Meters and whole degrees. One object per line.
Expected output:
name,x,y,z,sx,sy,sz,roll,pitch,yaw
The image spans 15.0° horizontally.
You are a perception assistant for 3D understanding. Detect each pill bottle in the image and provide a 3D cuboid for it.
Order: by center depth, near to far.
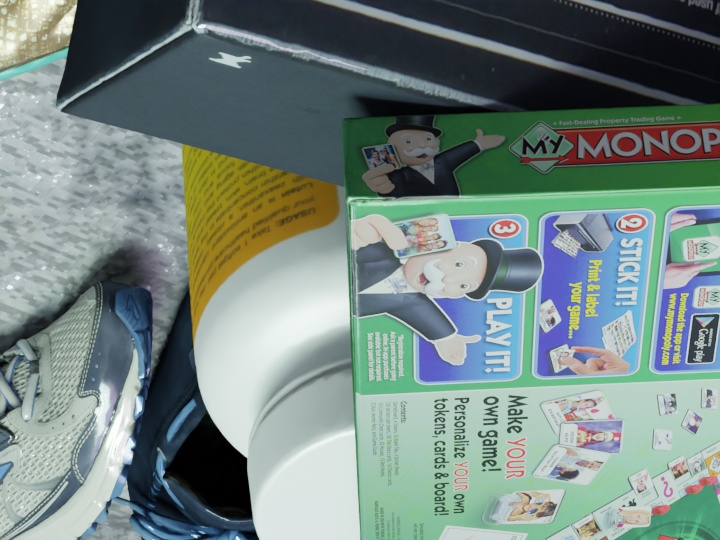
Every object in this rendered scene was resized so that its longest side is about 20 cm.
pill bottle,0.000,0.000,0.882,0.111,0.200,0.111,-4,137,-3

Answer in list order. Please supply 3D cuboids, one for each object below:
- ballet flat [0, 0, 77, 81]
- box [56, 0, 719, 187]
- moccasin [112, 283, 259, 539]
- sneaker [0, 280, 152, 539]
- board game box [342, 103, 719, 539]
ballet flat,-0.056,-0.117,0.853,0.200,0.071,0.065,-21,121,9
box,0.041,-0.121,0.744,0.200,0.199,0.123,15,166,-21
moccasin,-0.056,0.071,1.046,0.080,0.068,0.200,0,137,-7
sneaker,-0.145,0.071,1.032,0.085,0.077,0.200,22,129,-22
board game box,0.064,0.030,0.735,0.134,0.029,0.200,-3,143,-1
